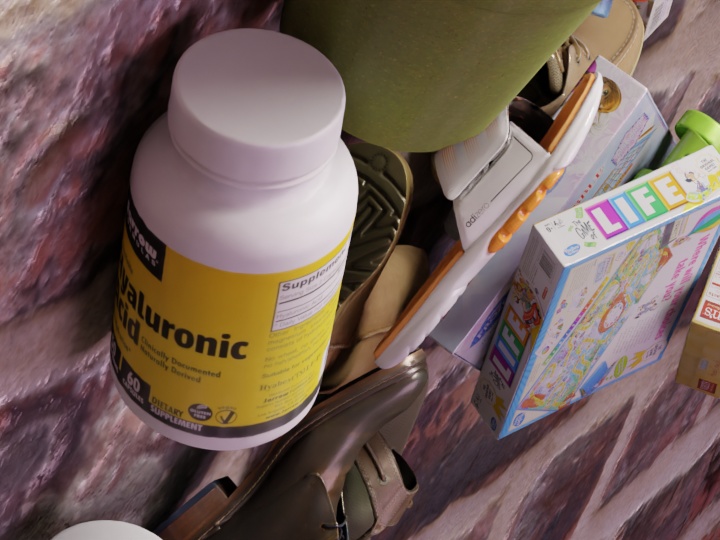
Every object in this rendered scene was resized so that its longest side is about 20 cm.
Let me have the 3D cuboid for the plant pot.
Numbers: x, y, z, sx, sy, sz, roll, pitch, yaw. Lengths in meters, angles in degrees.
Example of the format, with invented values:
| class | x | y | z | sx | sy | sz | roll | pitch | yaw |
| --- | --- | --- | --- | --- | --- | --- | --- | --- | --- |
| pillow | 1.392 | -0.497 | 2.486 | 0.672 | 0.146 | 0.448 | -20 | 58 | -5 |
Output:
| class | x | y | z | sx | sy | sz | roll | pitch | yaw |
| --- | --- | --- | --- | --- | --- | --- | --- | --- | --- |
| plant pot | 0.044 | -0.160 | 1.293 | 0.200 | 0.200 | 0.190 | -46 | 171 | -37 |

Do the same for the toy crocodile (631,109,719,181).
| class | x | y | z | sx | sy | sz | roll | pitch | yaw |
| --- | --- | --- | --- | --- | --- | --- | --- | --- | --- |
| toy crocodile | 0.215 | -0.046 | 1.754 | 0.068 | 0.062 | 0.200 | -50 | 165 | -12 |

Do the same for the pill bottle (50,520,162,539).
| class | x | y | z | sx | sy | sz | roll | pitch | yaw |
| --- | --- | --- | --- | --- | --- | --- | --- | --- | --- |
| pill bottle | -0.146 | 0.231 | 1.471 | 0.112 | 0.112 | 0.201 | -44 | 157 | -42 |

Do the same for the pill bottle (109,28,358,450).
| class | x | y | z | sx | sy | sz | roll | pitch | yaw |
| --- | --- | --- | --- | --- | --- | --- | --- | --- | --- |
| pill bottle | -0.060 | -0.016 | 1.313 | 0.111 | 0.111 | 0.201 | -44 | 156 | -40 |

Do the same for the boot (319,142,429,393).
| class | x | y | z | sx | sy | sz | roll | pitch | yaw |
| --- | --- | --- | --- | --- | --- | --- | --- | --- | --- |
| boot | 0.000 | 0.000 | 1.603 | 0.176 | 0.066 | 0.200 | -58 | 166 | 13 |

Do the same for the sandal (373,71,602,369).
| class | x | y | z | sx | sy | sz | roll | pitch | yaw |
| --- | --- | --- | --- | --- | --- | --- | --- | --- | --- |
| sandal | 0.058 | -0.036 | 1.508 | 0.207 | 0.059 | 0.079 | -51 | -176 | 11 |

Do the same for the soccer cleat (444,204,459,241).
| class | x | y | z | sx | sy | sz | roll | pitch | yaw |
| --- | --- | --- | --- | --- | --- | --- | --- | --- | --- |
| soccer cleat | 0.118 | -0.072 | 1.824 | 0.200 | 0.070 | 0.086 | -32 | 164 | -53 |

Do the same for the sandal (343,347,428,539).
| class | x | y | z | sx | sy | sz | roll | pitch | yaw |
| --- | --- | --- | --- | --- | --- | --- | --- | --- | --- |
| sandal | 0.008 | 0.121 | 1.729 | 0.080 | 0.057 | 0.202 | 48 | 48 | -38 |

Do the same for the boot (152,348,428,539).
| class | x | y | z | sx | sy | sz | roll | pitch | yaw |
| --- | --- | --- | --- | --- | --- | --- | --- | --- | --- |
| boot | -0.020 | 0.134 | 1.579 | 0.200 | 0.097 | 0.075 | -38 | 175 | 13 |

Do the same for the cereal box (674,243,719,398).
| class | x | y | z | sx | sy | sz | roll | pitch | yaw |
| --- | --- | --- | --- | --- | --- | --- | --- | --- | --- |
| cereal box | 0.259 | -0.028 | 1.756 | 0.144 | 0.039 | 0.201 | 81 | 30 | -73 |

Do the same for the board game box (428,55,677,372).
| class | x | y | z | sx | sy | sz | roll | pitch | yaw |
| --- | --- | --- | --- | --- | --- | --- | --- | --- | --- |
| board game box | 0.121 | -0.025 | 1.714 | 0.200 | 0.041 | 0.199 | -54 | 165 | 0 |

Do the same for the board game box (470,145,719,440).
| class | x | y | z | sx | sy | sz | roll | pitch | yaw |
| --- | --- | --- | --- | --- | --- | --- | --- | --- | --- |
| board game box | 0.148 | 0.016 | 1.666 | 0.134 | 0.034 | 0.200 | -23 | 153 | -24 |

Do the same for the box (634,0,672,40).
| class | x | y | z | sx | sy | sz | roll | pitch | yaw |
| --- | --- | --- | --- | --- | --- | --- | --- | --- | --- |
| box | 0.204 | -0.244 | 1.808 | 0.041 | 0.039 | 0.201 | -47 | 159 | -40 |

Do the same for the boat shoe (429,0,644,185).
| class | x | y | z | sx | sy | sz | roll | pitch | yaw |
| --- | --- | --- | --- | --- | --- | --- | --- | --- | --- |
| boat shoe | 0.120 | -0.123 | 1.714 | 0.200 | 0.071 | 0.065 | -47 | 160 | -33 |

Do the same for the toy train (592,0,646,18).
| class | x | y | z | sx | sy | sz | roll | pitch | yaw |
| --- | --- | --- | --- | --- | --- | --- | --- | --- | --- |
| toy train | 0.196 | -0.245 | 1.655 | 0.055 | 0.150 | 0.201 | 14 | 99 | -54 |
